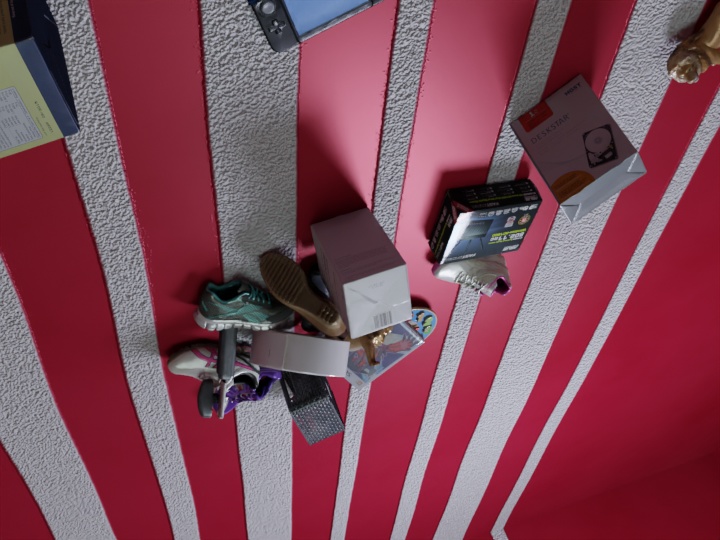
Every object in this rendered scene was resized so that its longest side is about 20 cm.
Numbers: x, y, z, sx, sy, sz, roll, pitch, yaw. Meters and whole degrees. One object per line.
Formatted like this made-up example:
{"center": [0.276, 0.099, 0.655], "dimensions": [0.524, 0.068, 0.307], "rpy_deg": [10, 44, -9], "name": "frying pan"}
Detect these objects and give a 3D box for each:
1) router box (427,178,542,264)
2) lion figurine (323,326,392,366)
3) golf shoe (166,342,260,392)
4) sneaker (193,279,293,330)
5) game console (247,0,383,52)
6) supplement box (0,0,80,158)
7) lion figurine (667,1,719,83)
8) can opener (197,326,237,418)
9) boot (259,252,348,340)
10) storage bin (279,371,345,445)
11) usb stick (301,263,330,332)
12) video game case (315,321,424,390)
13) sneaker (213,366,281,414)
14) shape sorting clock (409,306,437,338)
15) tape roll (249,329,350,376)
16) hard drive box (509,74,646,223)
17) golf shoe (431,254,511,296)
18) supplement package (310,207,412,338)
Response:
{"center": [0.246, -0.096, 1.626], "dimensions": [0.195, 0.063, 0.151], "rpy_deg": [-10, 144, -21], "name": "router box"}
{"center": [-0.019, 0.146, 1.717], "dimensions": [0.195, 0.126, 0.072], "rpy_deg": [-13, 173, 14], "name": "lion figurine"}
{"center": [-0.291, 0.199, 1.654], "dimensions": [0.196, 0.094, 0.073], "rpy_deg": [4, 142, -32], "name": "golf shoe"}
{"center": [-0.212, 0.059, 1.537], "dimensions": [0.195, 0.078, 0.093], "rpy_deg": [-5, 133, -23], "name": "sneaker"}
{"center": [-0.042, -0.356, 1.060], "dimensions": [0.196, 0.120, 0.172], "rpy_deg": [-25, 145, 2], "name": "game console"}
{"center": [-0.439, -0.233, 0.902], "dimensions": [0.195, 0.203, 0.136], "rpy_deg": [-20, 145, -8], "name": "supplement box"}
{"center": [0.625, -0.418, 1.435], "dimensions": [0.120, 0.073, 0.203], "rpy_deg": [10, 119, -30], "name": "lion figurine"}
{"center": [-0.280, 0.191, 1.599], "dimensions": [0.065, 0.053, 0.206], "rpy_deg": [3, 99, -19], "name": "can opener"}
{"center": [-0.105, 0.057, 1.550], "dimensions": [0.073, 0.199, 0.167], "rpy_deg": [-48, 170, -8], "name": "boot"}
{"center": [-0.111, 0.285, 1.836], "dimensions": [0.092, 0.137, 0.201], "rpy_deg": [-23, 146, -1], "name": "storage bin"}
{"center": [-0.086, 0.056, 1.646], "dimensions": [0.054, 0.033, 0.202], "rpy_deg": [-8, 142, -17], "name": "usb stick"}
{"center": [0.012, 0.157, 1.790], "dimensions": [0.199, 0.023, 0.182], "rpy_deg": [-38, 121, 18], "name": "video game case"}
{"center": [-0.247, 0.254, 1.761], "dimensions": [0.199, 0.085, 0.080], "rpy_deg": [-40, 142, 23], "name": "sneaker"}
{"center": [0.084, 0.146, 1.862], "dimensions": [0.195, 0.040, 0.202], "rpy_deg": [-16, 144, -12], "name": "shape sorting clock"}
{"center": [-0.121, 0.162, 1.628], "dimensions": [0.197, 0.073, 0.202], "rpy_deg": [9, 176, 1], "name": "tape roll"}
{"center": [0.377, -0.213, 1.433], "dimensions": [0.154, 0.203, 0.077], "rpy_deg": [-35, 144, 15], "name": "hard drive box"}
{"center": [0.242, 0.009, 1.738], "dimensions": [0.195, 0.093, 0.076], "rpy_deg": [0, 141, -29], "name": "golf shoe"}
{"center": [0.000, 0.000, 1.457], "dimensions": [0.118, 0.201, 0.122], "rpy_deg": [-17, 127, -10], "name": "supplement package"}
